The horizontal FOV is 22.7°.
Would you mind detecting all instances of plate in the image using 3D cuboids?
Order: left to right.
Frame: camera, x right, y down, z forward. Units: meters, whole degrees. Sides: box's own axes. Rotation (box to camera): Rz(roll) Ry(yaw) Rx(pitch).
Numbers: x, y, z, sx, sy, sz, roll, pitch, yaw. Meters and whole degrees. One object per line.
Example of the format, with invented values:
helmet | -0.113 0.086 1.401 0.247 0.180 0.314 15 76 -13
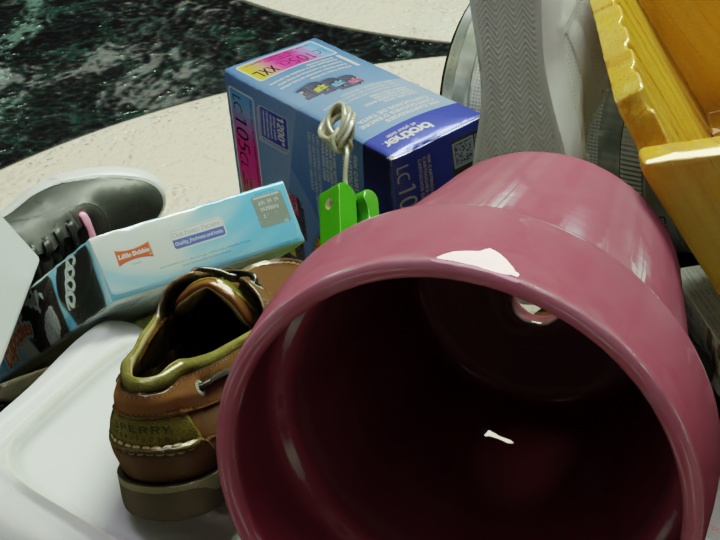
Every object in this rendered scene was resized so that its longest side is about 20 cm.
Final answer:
plate | -0.075 0.099 0.805 0.199 0.032 0.200 29 28 8

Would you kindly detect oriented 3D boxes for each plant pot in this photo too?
plant pot | 0.060 0.044 0.757 0.198 0.201 0.179 5 30 17

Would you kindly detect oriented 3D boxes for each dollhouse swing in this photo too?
dollhouse swing | 0.233 -0.087 0.873 0.175 0.182 0.201 -26 33 18

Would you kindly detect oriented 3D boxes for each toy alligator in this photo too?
toy alligator | 0.000 0.000 0.937 0.059 0.054 0.201 -28 43 35

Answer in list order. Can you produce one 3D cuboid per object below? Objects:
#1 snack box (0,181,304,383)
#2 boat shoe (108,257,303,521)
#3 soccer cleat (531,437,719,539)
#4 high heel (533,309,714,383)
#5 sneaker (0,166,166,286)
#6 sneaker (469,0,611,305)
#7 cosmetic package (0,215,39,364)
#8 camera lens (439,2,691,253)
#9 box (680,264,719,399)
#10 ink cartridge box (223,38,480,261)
snack box | -0.125 0.010 0.971 0.116 0.037 0.200 -19 -6 -32
boat shoe | -0.055 0.031 0.805 0.071 0.068 0.200 -3 24 14
soccer cleat | 0.127 0.118 0.842 0.199 0.078 0.069 -4 -10 30
high heel | 0.078 0.054 0.971 0.198 0.072 0.143 -13 18 -6
sneaker | -0.200 0.003 1.085 0.199 0.071 0.099 -21 35 -15
sneaker | 0.120 -0.088 0.983 0.073 0.202 0.115 10 17 43
cosmetic package | -0.284 0.053 0.878 0.199 0.123 0.200 -31 25 19
camera lens | 0.159 -0.101 1.111 0.199 0.161 0.160 13 35 29
box | 0.200 0.041 0.935 0.041 0.039 0.200 -9 16 1
ink cartridge box | 0.010 -0.041 1.056 0.076 0.137 0.200 -26 36 -30
